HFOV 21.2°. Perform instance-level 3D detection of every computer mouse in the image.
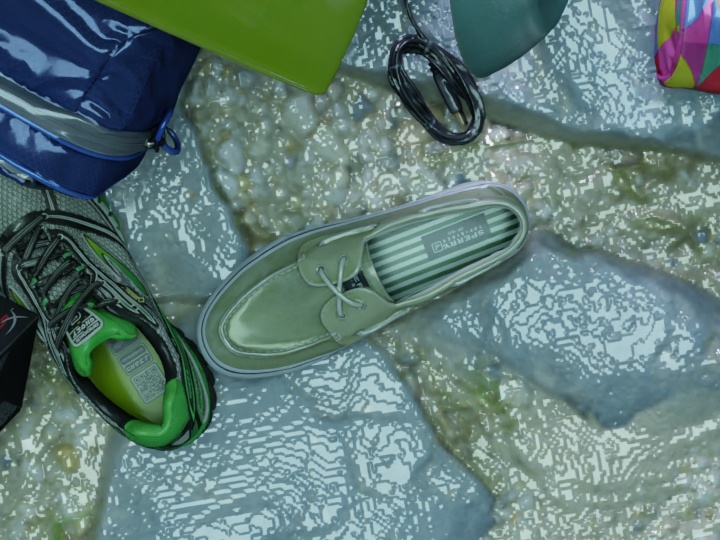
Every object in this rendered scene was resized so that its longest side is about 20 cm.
[{"bbox_3d":[0.020,-0.163,1.077,0.058,0.034,0.201,-22,96,-18],"label":"computer mouse"}]

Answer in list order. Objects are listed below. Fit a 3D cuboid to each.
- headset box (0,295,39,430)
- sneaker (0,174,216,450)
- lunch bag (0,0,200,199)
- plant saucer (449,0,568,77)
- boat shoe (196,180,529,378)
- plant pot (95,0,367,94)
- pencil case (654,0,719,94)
[{"bbox_3d":[-0.291,0.044,0.990,0.199,0.149,0.075,26,127,10],"label":"headset box"},{"bbox_3d":[-0.149,0.012,1.043,0.078,0.085,0.200,-41,90,-1],"label":"sneaker"},{"bbox_3d":[-0.176,-0.122,1.013,0.200,0.136,0.133,32,105,1],"label":"lunch bag"},{"bbox_3d":[0.088,-0.198,0.990,0.036,0.200,0.201,7,90,18],"label":"plant saucer"},{"bbox_3d":[0.000,0.000,1.057,0.199,0.062,0.072,-26,91,-1],"label":"boat shoe"},{"bbox_3d":[-0.082,-0.229,0.934,0.199,0.200,0.182,22,109,-33],"label":"plant pot"},{"bbox_3d":[0.257,-0.135,1.055,0.199,0.088,0.089,7,90,-2],"label":"pencil case"}]
